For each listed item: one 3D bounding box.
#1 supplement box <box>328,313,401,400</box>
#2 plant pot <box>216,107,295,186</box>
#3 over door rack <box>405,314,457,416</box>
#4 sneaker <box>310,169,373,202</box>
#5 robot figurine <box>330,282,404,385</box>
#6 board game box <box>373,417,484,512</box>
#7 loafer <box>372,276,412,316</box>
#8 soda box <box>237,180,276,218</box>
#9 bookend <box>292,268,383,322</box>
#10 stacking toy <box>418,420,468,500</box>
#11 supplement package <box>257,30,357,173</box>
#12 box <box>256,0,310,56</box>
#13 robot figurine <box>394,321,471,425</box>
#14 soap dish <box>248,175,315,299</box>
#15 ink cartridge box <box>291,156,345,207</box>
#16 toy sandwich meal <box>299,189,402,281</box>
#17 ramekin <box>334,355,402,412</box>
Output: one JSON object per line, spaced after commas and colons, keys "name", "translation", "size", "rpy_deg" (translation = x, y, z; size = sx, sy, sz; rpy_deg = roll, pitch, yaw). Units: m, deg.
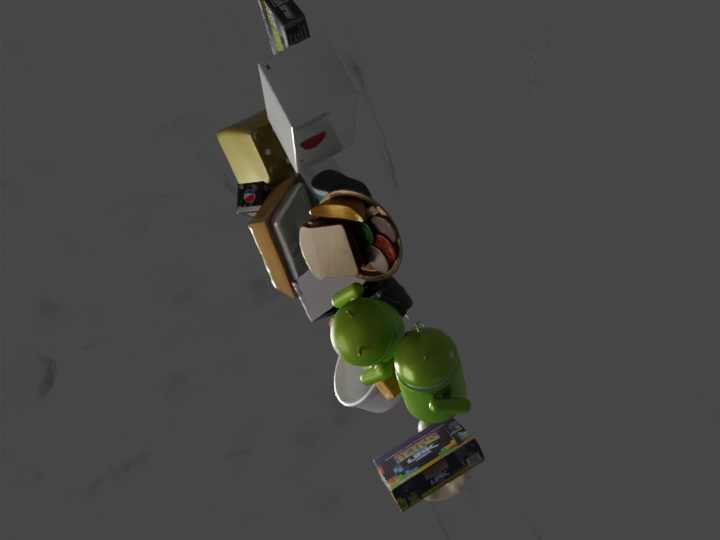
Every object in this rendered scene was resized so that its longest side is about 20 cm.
{"name": "supplement box", "translation": [0.022, 0.159, 1.527], "size": [0.201, 0.068, 0.067], "rpy_deg": [49, 164, 7]}
{"name": "plant pot", "translation": [-0.195, -0.278, 1.762], "size": [0.198, 0.193, 0.200], "rpy_deg": [65, 166, -10]}
{"name": "over door rack", "translation": [0.120, 0.194, 1.558], "size": [0.204, 0.065, 0.148], "rpy_deg": [66, 171, -10]}
{"name": "sneaker", "translation": [-0.019, -0.108, 1.474], "size": [0.200, 0.083, 0.122], "rpy_deg": [42, 164, 52]}
{"name": "robot figurine", "translation": [0.014, 0.111, 1.385], "size": [0.200, 0.113, 0.179], "rpy_deg": [15, -125, -75]}
{"name": "board game box", "translation": [0.137, 0.390, 1.577], "size": [0.058, 0.197, 0.165], "rpy_deg": [62, 172, -13]}
{"name": "loafer", "translation": [0.060, 0.071, 1.553], "size": [0.072, 0.073, 0.200], "rpy_deg": [37, 171, 5]}
{"name": "soda box", "translation": [-0.193, -0.141, 1.689], "size": [0.199, 0.069, 0.065], "rpy_deg": [19, -110, -65]}
{"name": "bookend", "translation": [0.000, 0.000, 1.560], "size": [0.199, 0.197, 0.094], "rpy_deg": [-36, 78, 37]}
{"name": "stacking toy", "translation": [0.178, 0.437, 1.860], "size": [0.202, 0.143, 0.148], "rpy_deg": [-95, -12, -52]}
{"name": "supplement package", "translation": [-0.083, -0.266, 1.248], "size": [0.122, 0.119, 0.200], "rpy_deg": [61, 172, 11]}
{"name": "box", "translation": [-0.126, -0.405, 1.376], "size": [0.162, 0.044, 0.202], "rpy_deg": [59, 171, 35]}
{"name": "robot figurine", "translation": [0.121, 0.183, 1.331], "size": [0.177, 0.113, 0.202], "rpy_deg": [-107, -1, -46]}
{"name": "soap dish", "translation": [-0.150, -0.069, 1.602], "size": [0.159, 0.079, 0.203], "rpy_deg": [-63, -35, -44]}
{"name": "ink cartridge box", "translation": [-0.072, -0.154, 1.668], "size": [0.148, 0.082, 0.202], "rpy_deg": [58, 170, 36]}
{"name": "toy sandwich meal", "translation": [-0.020, -0.051, 1.360], "size": [0.202, 0.070, 0.209], "rpy_deg": [21, 133, 24]}
{"name": "ramekin", "translation": [0.033, 0.231, 1.788], "size": [0.096, 0.203, 0.201], "rpy_deg": [26, -168, -29]}
